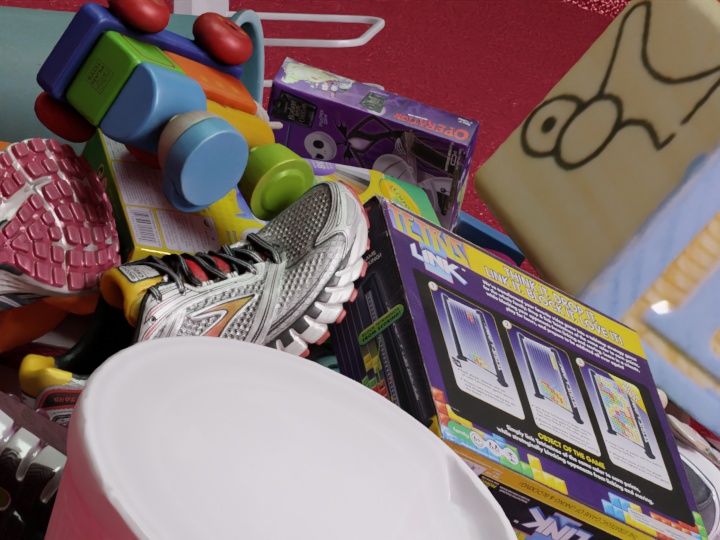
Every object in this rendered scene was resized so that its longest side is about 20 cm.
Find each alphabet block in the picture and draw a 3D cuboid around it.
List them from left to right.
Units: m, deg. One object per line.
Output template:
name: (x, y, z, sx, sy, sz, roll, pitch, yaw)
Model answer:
alphabet block: (0.218, -0.031, 1.743, 0.196, 0.195, 0.200, 39, 10, -29)

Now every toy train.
toy train: (-0.064, -0.068, 1.478, 0.116, 0.085, 0.200, 44, 16, 33)

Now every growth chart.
growth chart: (0.187, 0.093, 1.681, 0.200, 0.018, 0.145, 37, 0, -42)

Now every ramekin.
ramekin: (-0.039, 0.125, 1.181, 0.202, 0.094, 0.203, 22, 28, -12)

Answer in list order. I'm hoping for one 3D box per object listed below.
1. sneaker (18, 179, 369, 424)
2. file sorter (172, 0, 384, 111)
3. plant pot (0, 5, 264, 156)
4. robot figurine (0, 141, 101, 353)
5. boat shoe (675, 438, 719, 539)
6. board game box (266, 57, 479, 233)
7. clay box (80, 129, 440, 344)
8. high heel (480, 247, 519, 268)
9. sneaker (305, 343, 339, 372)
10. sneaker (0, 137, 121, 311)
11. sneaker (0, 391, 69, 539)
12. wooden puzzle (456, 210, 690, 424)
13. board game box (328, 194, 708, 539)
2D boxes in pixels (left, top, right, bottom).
sneaker: (-0.078, 0.021, 1.404, 0.082, 0.200, 0.078, 56, -16, -25)
file sorter: (-0.051, -0.111, 1.887, 0.124, 0.201, 0.139, 3, 13, 7)
plant pot: (-0.173, -0.069, 1.694, 0.195, 0.201, 0.200, 10, 13, 8)
robot figurine: (-0.215, -0.007, 1.518, 0.144, 0.117, 0.200, 46, 21, 8)
boat shoe: (0.110, 0.098, 1.611, 0.200, 0.072, 0.068, 33, 19, 28)
board game box: (-0.006, -0.024, 1.690, 0.120, 0.200, 0.032, 21, 44, 10)
clay box: (-0.046, -0.015, 1.542, 0.199, 0.048, 0.115, 11, 34, -25)
high heel: (0.000, 0.000, 1.625, 0.199, 0.068, 0.096, 6, -28, 17)
sneaker: (-0.025, 0.082, 1.487, 0.200, 0.080, 0.130, 16, 12, -48)
sneaker: (-0.194, -0.014, 1.396, 0.075, 0.081, 0.200, -22, -8, 37)
sneaker: (-0.158, 0.090, 1.334, 0.200, 0.076, 0.115, 33, 13, 17)
wooden puzzle: (0.114, 0.020, 1.860, 0.185, 0.046, 0.200, 28, 8, -21)
board game box: (0.076, 0.070, 1.458, 0.200, 0.057, 0.166, 27, 32, -36)
